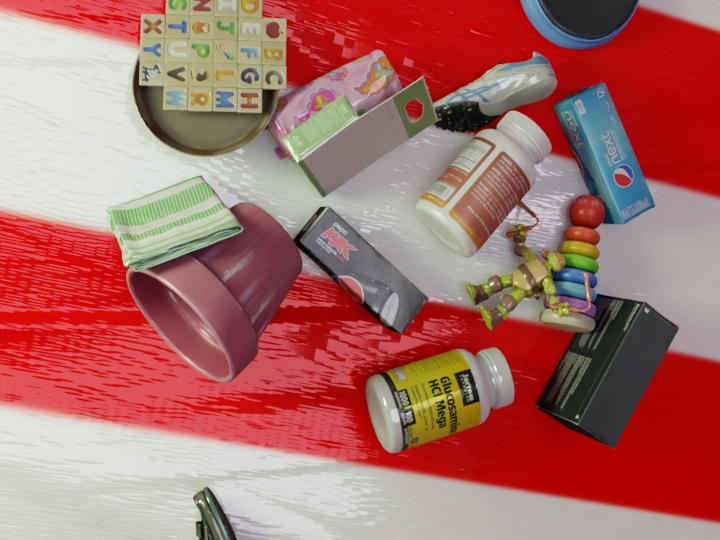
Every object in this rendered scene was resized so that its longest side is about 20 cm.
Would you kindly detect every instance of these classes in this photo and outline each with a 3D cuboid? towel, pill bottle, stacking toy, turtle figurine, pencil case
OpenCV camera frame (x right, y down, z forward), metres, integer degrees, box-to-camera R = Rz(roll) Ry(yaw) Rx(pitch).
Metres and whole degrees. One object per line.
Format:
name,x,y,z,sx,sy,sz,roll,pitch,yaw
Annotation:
towel,-0.246,-0.065,1.365,0.150,0.200,0.024,-21,117,-13
pill bottle,0.180,-0.127,1.520,0.112,0.112,0.200,44,82,-13
stacking toy,0.325,-0.014,1.590,0.084,0.085,0.204,13,82,-15
turtle figurine,0.236,0.007,1.557,0.159,0.065,0.202,-28,66,-1
pill bottle,0.115,0.179,1.516,0.196,0.112,0.115,-16,97,-14
pencil case,-0.038,-0.228,1.474,0.198,0.087,0.089,-31,100,-11

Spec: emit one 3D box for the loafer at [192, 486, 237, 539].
loafer,-0.193,0.401,1.467,0.062,0.072,0.203,-25,101,-7

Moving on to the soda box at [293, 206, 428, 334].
soda box,0.000,0.000,1.502,0.199,0.063,0.071,42,82,-13

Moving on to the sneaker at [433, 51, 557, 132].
sneaker,0.188,-0.260,1.547,0.197,0.072,0.073,-20,59,-6

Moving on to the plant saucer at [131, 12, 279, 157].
plant saucer,-0.207,-0.247,1.428,0.196,0.032,0.205,1,79,-5

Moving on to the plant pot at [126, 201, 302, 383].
plant pot,-0.179,0.015,1.398,0.179,0.199,0.201,-46,103,-25

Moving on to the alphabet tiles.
alphabet tiles,-0.196,-0.293,1.420,0.196,0.006,0.170,1,78,-6

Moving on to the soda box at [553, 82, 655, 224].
soda box,0.366,-0.173,1.591,0.063,0.068,0.203,-26,99,-12

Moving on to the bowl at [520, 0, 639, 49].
bowl,0.333,-0.436,1.585,0.196,0.039,0.205,-1,93,-15

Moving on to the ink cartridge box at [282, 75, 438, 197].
ink cartridge box,0.003,-0.191,1.432,0.198,0.146,0.048,-35,70,1

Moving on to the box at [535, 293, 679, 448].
box,0.363,0.144,1.568,0.078,0.141,0.202,32,85,-14
